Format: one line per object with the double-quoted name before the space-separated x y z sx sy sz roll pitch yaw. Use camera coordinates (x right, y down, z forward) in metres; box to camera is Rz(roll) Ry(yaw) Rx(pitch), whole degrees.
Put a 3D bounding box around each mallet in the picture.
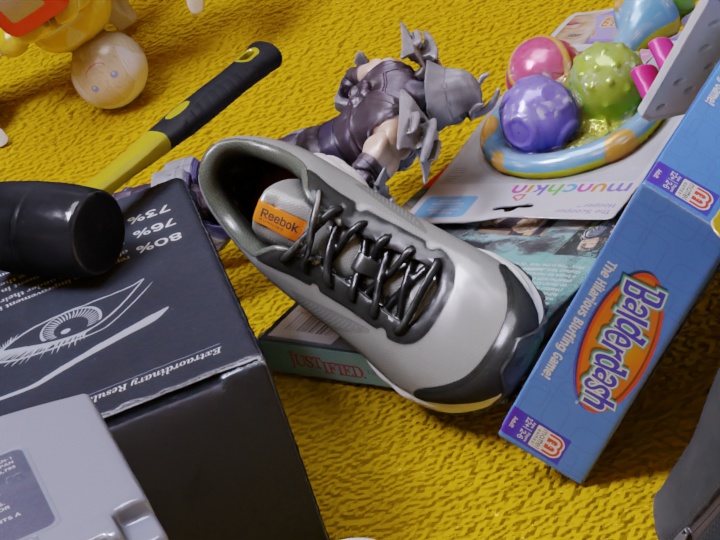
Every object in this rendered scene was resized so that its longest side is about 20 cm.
"mallet" -0.104 -0.055 1.301 0.066 0.041 0.200 0 29 27

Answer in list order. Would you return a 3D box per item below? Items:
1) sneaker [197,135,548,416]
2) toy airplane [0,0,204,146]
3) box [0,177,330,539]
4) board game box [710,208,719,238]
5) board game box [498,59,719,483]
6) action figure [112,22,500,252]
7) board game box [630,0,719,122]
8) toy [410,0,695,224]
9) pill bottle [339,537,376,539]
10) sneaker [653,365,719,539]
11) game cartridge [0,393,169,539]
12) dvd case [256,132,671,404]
"sneaker" 0.000 0.000 1.248 0.200 0.079 0.074 33 93 41
"toy airplane" -0.166 -0.154 1.672 0.199 0.141 0.200 -25 -11 -33
"box" -0.111 0.063 1.236 0.148 0.105 0.200 -21 27 -3
"board game box" 0.224 0.015 1.043 0.200 0.030 0.096 30 29 7
"board game box" 0.138 -0.026 1.199 0.045 0.152 0.200 31 43 5
"action figure" -0.023 -0.052 1.393 0.200 0.069 0.130 -22 21 16
"board game box" 0.235 -0.147 1.288 0.199 0.200 0.026 -14 66 -21
"toy" 0.107 -0.093 1.402 0.115 0.047 0.200 -2 31 34
"pill bottle" 0.051 0.158 0.944 0.114 0.115 0.200 -34 31 -27
"sneaker" 0.182 0.112 1.008 0.075 0.106 0.200 -3 45 -33
"game cartridge" -0.171 0.111 1.005 0.200 0.041 0.133 -23 29 -8
"dvd case" 0.065 -0.008 1.345 0.146 0.022 0.200 6 35 40
